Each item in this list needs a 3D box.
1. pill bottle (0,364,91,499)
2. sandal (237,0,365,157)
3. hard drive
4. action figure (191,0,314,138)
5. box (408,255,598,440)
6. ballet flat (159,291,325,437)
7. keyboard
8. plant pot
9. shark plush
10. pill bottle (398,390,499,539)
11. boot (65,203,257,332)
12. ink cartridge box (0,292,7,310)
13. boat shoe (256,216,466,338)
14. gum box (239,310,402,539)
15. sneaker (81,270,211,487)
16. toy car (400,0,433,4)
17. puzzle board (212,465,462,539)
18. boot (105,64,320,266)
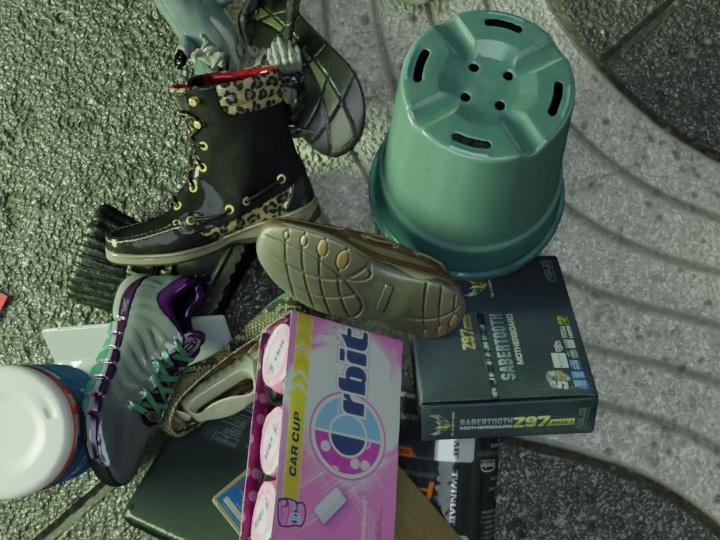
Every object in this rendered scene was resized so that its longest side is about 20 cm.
[{"bbox_3d":[-0.291,0.142,0.897,0.111,0.200,0.113,0,86,1],"label":"pill bottle"},{"bbox_3d":[-0.054,-0.204,1.000,0.079,0.057,0.202,-33,71,7],"label":"sandal"},{"bbox_3d":[-0.115,0.172,0.916,0.139,0.033,0.201,17,59,24],"label":"hard drive"},{"bbox_3d":[-0.100,-0.197,0.929,0.118,0.102,0.202,4,81,14],"label":"action figure"},{"bbox_3d":[0.124,0.067,0.915,0.156,0.201,0.051,-3,129,1],"label":"box"},{"bbox_3d":[-0.102,0.091,0.906,0.199,0.075,0.068,-34,124,-8],"label":"ballet flat"},{"bbox_3d":[-0.218,0.074,0.959,0.198,0.011,0.057,-5,115,15],"label":"keyboard"},{"bbox_3d":[0.105,-0.120,0.895,0.198,0.196,0.202,0,68,1],"label":"plant pot"},{"bbox_3d":[-0.169,-0.220,0.987,0.090,0.083,0.202,-1,104,31],"label":"shark plush"},{"bbox_3d":[0.078,0.220,0.935,0.105,0.106,0.202,4,85,1],"label":"pill bottle"},{"bbox_3d":[-0.187,-0.036,0.972,0.157,0.079,0.212,28,86,2],"label":"boot"},{"bbox_3d":[-0.483,0.074,0.982,0.175,0.045,0.201,26,86,3],"label":"ink cartridge box"},{"bbox_3d":[0.000,0.000,0.887,0.199,0.072,0.076,23,119,-10],"label":"boat shoe"},{"bbox_3d":[-0.031,0.149,0.827,0.113,0.066,0.202,17,61,-26],"label":"gum box"},{"bbox_3d":[-0.185,0.088,0.860,0.087,0.074,0.202,-9,61,23],"label":"sneaker"},{"bbox_3d":[0.027,-0.376,0.964,0.198,0.150,0.177,14,85,1],"label":"toy car"},{"bbox_3d":[-0.012,0.231,0.858,0.150,0.017,0.200,-37,78,-24],"label":"puzzle board"},{"bbox_3d":[-0.143,-0.092,0.870,0.198,0.073,0.152,-13,114,-6],"label":"boot"}]
